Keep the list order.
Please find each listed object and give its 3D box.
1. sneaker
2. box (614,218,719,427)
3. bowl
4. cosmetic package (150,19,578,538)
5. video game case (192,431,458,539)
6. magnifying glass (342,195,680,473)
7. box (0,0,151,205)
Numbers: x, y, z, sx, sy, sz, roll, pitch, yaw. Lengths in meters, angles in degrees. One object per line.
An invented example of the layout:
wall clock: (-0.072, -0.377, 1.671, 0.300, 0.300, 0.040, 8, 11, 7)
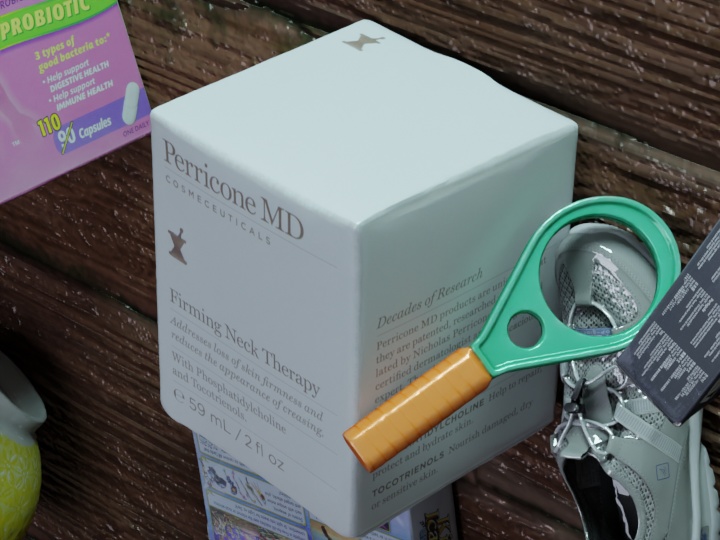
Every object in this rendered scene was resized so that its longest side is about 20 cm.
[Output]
sneaker: (0.137, 0.074, 1.272, 0.075, 0.082, 0.200, -10, 96, 50)
box: (0.213, -0.034, 1.066, 0.049, 0.161, 0.200, 47, 139, 16)
bowl: (-0.293, 0.114, 1.745, 0.108, 0.200, 0.200, -40, 78, 8)
cosmetic package: (0.000, 0.000, 1.315, 0.167, 0.166, 0.200, 30, 133, 38)
video game case: (-0.027, 0.116, 1.519, 0.200, 0.045, 0.182, 17, 123, 42)
magnifying glass: (0.078, 0.035, 1.234, 0.080, 0.200, 0.022, 54, 173, 2)
box: (-0.245, -0.147, 1.492, 0.097, 0.176, 0.200, 1, 113, 48)
